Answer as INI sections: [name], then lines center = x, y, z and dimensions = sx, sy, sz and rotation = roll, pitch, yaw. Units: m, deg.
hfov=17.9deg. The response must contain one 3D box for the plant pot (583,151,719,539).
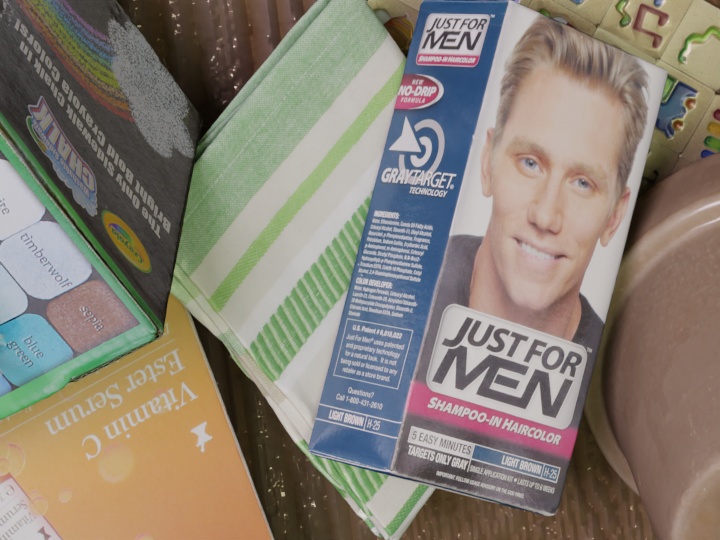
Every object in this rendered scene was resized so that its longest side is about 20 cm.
[plant pot]
center = 0.188, 0.068, 0.982
dimensions = 0.199, 0.175, 0.201
rotation = 4, 119, 7

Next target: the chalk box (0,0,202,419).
[chalk box]
center = -0.148, -0.023, 0.838
dimensions = 0.123, 0.200, 0.125
rotation = -25, 118, 19

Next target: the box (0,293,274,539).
[box]
center = -0.132, 0.110, 0.974
dimensions = 0.152, 0.106, 0.201
rotation = -30, 112, -27

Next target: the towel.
[towel]
center = 0.000, 0.000, 0.982
dimensions = 0.153, 0.023, 0.200
rotation = -50, 122, -22

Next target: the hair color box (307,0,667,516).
[hair color box]
center = 0.055, -0.005, 0.971
dimensions = 0.100, 0.060, 0.201
rotation = 18, 84, -38

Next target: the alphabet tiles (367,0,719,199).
[alphabet tiles]
center = 0.082, -0.068, 1.039
dimensions = 0.199, 0.006, 0.167
rotation = 26, 101, -17
